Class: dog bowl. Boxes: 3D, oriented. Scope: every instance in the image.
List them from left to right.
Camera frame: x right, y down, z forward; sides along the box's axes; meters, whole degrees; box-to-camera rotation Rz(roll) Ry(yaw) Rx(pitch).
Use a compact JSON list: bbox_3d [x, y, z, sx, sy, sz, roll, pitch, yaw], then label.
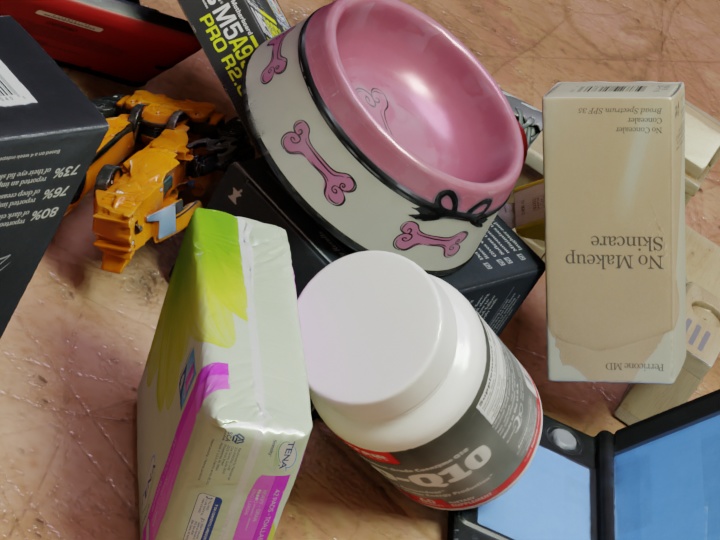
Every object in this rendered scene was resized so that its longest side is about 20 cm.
[{"bbox_3d":[0.022,-0.097,1.628,0.200,0.074,0.200,30,35,-25],"label":"dog bowl"}]

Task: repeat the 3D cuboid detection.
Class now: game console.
[{"bbox_3d":[-0.225,-0.216,1.778,0.200,0.172,0.119,14,72,-27],"label":"game console"},{"bbox_3d":[0.160,0.133,1.627,0.176,0.116,0.200,26,31,-11],"label":"game console"}]

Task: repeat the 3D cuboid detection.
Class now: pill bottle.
[{"bbox_3d":[0.033,0.068,1.521,0.114,0.114,0.200,51,2,29],"label":"pill bottle"}]

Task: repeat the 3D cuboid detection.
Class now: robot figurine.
[{"bbox_3d":[-0.157,-0.066,1.662,0.145,0.058,0.200,13,26,17],"label":"robot figurine"}]

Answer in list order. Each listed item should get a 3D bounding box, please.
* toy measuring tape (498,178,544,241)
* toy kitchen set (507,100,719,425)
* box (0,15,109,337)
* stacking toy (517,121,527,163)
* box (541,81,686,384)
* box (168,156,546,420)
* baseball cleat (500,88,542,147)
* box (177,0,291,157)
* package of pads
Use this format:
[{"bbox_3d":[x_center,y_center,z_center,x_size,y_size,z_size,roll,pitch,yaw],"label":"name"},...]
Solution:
[{"bbox_3d":[0.135,-0.031,1.809,0.074,0.200,0.074,40,40,-46],"label":"toy measuring tape"},{"bbox_3d":[0.198,-0.023,1.841,0.200,0.163,0.180,34,31,3],"label":"toy kitchen set"},{"bbox_3d":[-0.258,-0.033,1.406,0.104,0.200,0.148,46,32,23],"label":"box"},{"bbox_3d":[0.076,-0.090,1.812,0.085,0.085,0.200,23,-3,-15],"label":"stacking toy"},{"bbox_3d":[0.176,-0.027,1.711,0.095,0.200,0.078,0,12,13],"label":"box"},{"bbox_3d":[0.000,0.000,1.683,0.148,0.107,0.200,47,33,22],"label":"box"},{"bbox_3d":[0.097,-0.115,1.954,0.200,0.070,0.106,27,-2,8],"label":"baseball cleat"},{"bbox_3d":[-0.070,-0.148,1.759,0.160,0.044,0.200,63,6,8],"label":"box"},{"bbox_3d":[-0.082,0.084,1.441,0.068,0.155,0.200,10,36,-14],"label":"package of pads"}]
